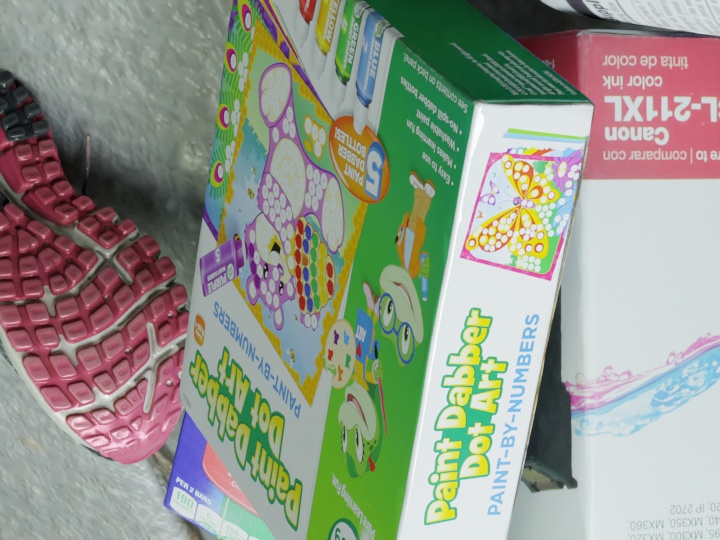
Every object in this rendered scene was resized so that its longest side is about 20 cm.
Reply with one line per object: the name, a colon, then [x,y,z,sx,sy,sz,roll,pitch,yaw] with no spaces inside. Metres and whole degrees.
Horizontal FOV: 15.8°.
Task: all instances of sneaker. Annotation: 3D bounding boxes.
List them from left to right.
sneaker: [-0.133,0.002,1.107,0.200,0.080,0.075,57,155,29]

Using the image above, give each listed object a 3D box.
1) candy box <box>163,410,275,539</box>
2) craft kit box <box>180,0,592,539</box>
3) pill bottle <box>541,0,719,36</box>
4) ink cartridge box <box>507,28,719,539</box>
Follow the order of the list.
candy box: [0.019,0.059,1.068,0.169,0.077,0.200,29,137,11]
craft kit box: [0.000,0.000,0.876,0.200,0.048,0.199,-133,45,-57]
pill bottle: [0.110,-0.129,0.802,0.199,0.111,0.112,12,133,29]
ink cartridge box: [0.074,0.024,0.882,0.146,0.082,0.201,1,92,64]
